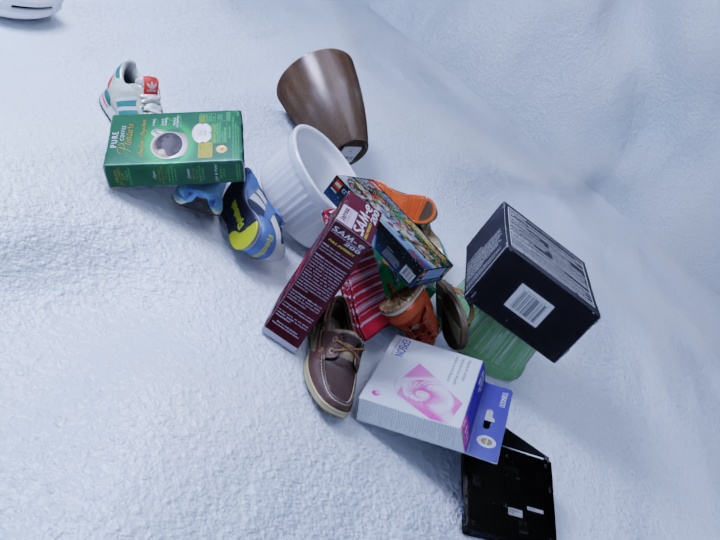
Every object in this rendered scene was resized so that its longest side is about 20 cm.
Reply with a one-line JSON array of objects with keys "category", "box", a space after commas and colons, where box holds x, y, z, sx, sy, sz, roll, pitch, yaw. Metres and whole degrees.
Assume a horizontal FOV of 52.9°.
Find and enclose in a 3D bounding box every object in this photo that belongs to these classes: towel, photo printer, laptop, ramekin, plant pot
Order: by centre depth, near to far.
[{"category": "laptop", "box": [0.181, 0.290, 1.034, 0.174, 0.103, 0.204, 21, 57, -28]}, {"category": "towel", "box": [0.000, 0.000, 1.124, 0.144, 0.022, 0.205, -18, 94, -67]}, {"category": "ramekin", "box": [-0.080, -0.135, 1.227, 0.200, 0.097, 0.203, 45, 25, -27]}, {"category": "photo printer", "box": [-0.619, -0.504, 1.230, 0.199, 0.070, 0.166, 40, 27, 4]}, {"category": "ramekin", "box": [0.245, 0.091, 1.321, 0.197, 0.098, 0.202, 29, 28, -17]}, {"category": "plant pot", "box": [-0.061, -0.329, 1.546, 0.185, 0.186, 0.203, 1, 58, -49]}]

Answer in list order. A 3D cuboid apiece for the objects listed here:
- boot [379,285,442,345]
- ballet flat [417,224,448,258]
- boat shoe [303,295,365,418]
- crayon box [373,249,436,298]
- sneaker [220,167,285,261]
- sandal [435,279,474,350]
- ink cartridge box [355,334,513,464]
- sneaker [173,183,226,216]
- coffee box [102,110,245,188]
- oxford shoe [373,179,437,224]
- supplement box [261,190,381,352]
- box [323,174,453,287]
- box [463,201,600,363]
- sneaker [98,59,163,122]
[{"category": "boot", "box": [0.089, 0.075, 1.139, 0.109, 0.074, 0.200, 65, 13, 3]}, {"category": "ballet flat", "box": [0.121, -0.060, 1.463, 0.064, 0.072, 0.202, -4, 38, -14]}, {"category": "boat shoe", "box": [-0.031, 0.109, 0.988, 0.071, 0.072, 0.202, 27, 29, -19]}, {"category": "crayon box", "box": [0.063, -0.027, 1.327, 0.117, 0.059, 0.202, 26, 30, -23]}, {"category": "sneaker", "box": [-0.167, -0.084, 1.130, 0.081, 0.074, 0.202, 29, 27, -35]}, {"category": "sandal", "box": [0.162, 0.068, 1.216, 0.053, 0.084, 0.200, 0, 14, -3]}, {"category": "ink cartridge box", "box": [0.113, 0.172, 1.017, 0.195, 0.044, 0.197, 14, 23, 13]}, {"category": "sneaker", "box": [-0.239, -0.158, 1.120, 0.077, 0.091, 0.202, 14, 31, -14]}, {"category": "coffee box", "box": [-0.269, -0.180, 1.061, 0.194, 0.045, 0.125, -4, 49, -8]}, {"category": "oxford shoe", "box": [0.060, -0.130, 1.451, 0.196, 0.073, 0.073, 19, 0, 15]}, {"category": "supplement box", "box": [-0.053, 0.002, 0.986, 0.060, 0.201, 0.109, 32, 27, -7]}, {"category": "box", "box": [0.046, -0.063, 1.115, 0.200, 0.038, 0.136, 48, 21, 15]}, {"category": "box", "box": [0.288, 0.016, 1.241, 0.198, 0.124, 0.199, 35, 27, -8]}, {"category": "sneaker", "box": [-0.344, -0.253, 1.146, 0.070, 0.094, 0.201, -3, 47, -51]}]
